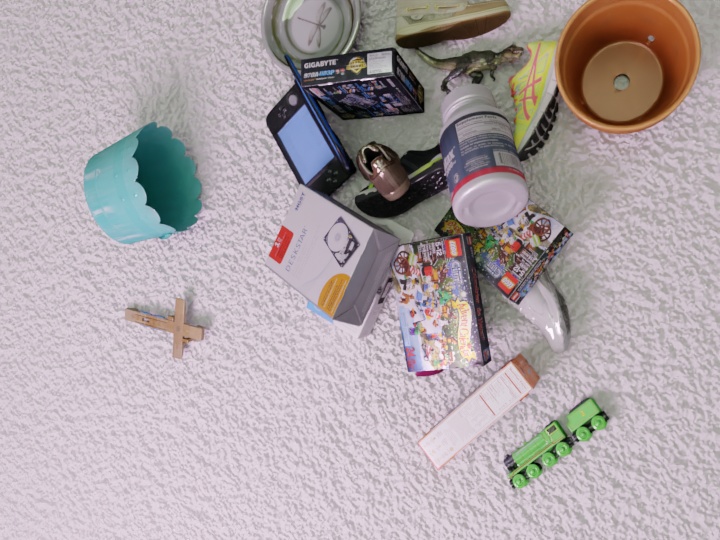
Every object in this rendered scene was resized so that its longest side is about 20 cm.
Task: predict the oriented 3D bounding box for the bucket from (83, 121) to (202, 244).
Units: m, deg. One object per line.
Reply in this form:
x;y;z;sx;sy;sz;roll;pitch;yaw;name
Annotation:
-0.402;-0.153;1.301;0.132;0.206;0.213;-15;85;20;bucket

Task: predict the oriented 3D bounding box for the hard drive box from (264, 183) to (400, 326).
-0.050;-0.028;1.157;0.199;0.076;0.159;32;100;42;hard drive box

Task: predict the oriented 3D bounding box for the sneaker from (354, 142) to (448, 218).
0.081;-0.159;1.210;0.196;0.072;0.084;-20;51;18;sneaker

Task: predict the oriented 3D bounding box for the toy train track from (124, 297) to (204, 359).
-0.381;0.103;1.378;0.195;0.032;0.118;11;100;25;toy train track

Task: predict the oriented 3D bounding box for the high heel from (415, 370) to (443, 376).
0.103;0.075;1.189;0.094;0.067;0.205;-22;95;7;high heel

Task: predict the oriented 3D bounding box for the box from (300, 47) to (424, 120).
0.010;-0.301;1.154;0.155;0.199;0.047;-1;86;19;box

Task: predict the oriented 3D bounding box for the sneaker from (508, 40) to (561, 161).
0.275;-0.276;1.134;0.089;0.078;0.205;22;91;26;sneaker

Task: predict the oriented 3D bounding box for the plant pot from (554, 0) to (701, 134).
0.394;-0.300;1.052;0.194;0.140;0.207;0;90;18;plant pot

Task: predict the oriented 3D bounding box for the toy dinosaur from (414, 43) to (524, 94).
0.177;-0.333;1.176;0.195;0.047;0.091;7;78;26;toy dinosaur

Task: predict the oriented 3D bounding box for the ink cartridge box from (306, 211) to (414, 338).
0.000;0.000;1.224;0.114;0.066;0.204;27;98;18;ink cartridge box

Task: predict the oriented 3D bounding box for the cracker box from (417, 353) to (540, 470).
0.192;0.221;1.120;0.199;0.134;0.058;-43;76;13;cracker box

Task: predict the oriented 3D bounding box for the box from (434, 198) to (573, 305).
0.222;-0.061;1.118;0.138;0.037;0.200;-53;47;11;box

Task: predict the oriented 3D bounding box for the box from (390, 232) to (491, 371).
0.124;0.053;1.115;0.134;0.037;0.206;-9;91;32;box

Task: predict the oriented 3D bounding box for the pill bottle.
0.184;-0.183;1.093;0.117;0.120;0.205;-18;58;18;pill bottle

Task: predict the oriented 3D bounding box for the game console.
-0.102;-0.236;1.215;0.170;0.117;0.203;-37;77;33;game console

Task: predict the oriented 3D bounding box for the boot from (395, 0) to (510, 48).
0.148;-0.471;1.178;0.194;0.072;0.160;-7;81;14;boot

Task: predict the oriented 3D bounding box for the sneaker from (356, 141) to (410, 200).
0.027;-0.186;1.157;0.070;0.201;0.076;-38;120;2;sneaker

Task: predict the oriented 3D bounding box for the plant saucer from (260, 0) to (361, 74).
-0.085;-0.449;1.268;0.194;0.050;0.207;0;89;19;plant saucer

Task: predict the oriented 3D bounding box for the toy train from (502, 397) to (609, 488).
0.310;0.278;1.129;0.199;0.042;0.057;-41;68;14;toy train

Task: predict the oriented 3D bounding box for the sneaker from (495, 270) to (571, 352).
0.272;0.043;1.133;0.098;0.077;0.205;-26;72;24;sneaker
